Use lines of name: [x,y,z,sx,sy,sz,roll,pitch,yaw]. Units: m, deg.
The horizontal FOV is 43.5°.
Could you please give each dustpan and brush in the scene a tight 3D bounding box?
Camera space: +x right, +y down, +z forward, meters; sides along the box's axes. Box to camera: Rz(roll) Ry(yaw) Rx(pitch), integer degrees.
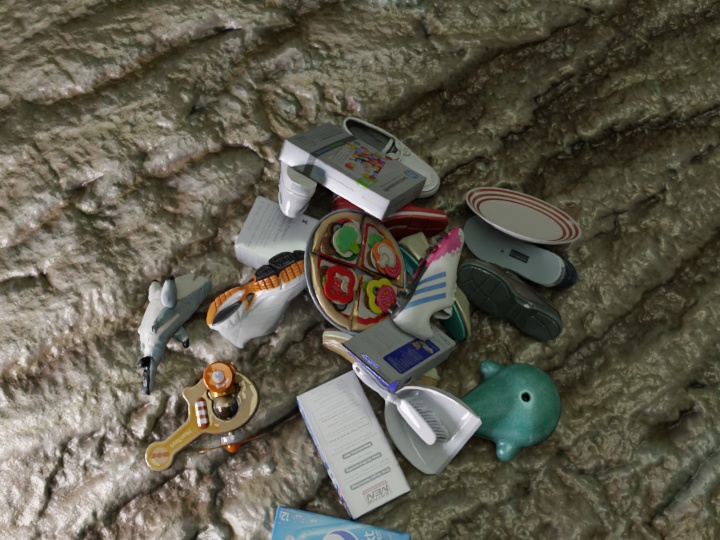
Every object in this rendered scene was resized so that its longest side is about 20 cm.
dustpan and brush: [0.069,0.206,1.366,0.200,0.140,0.057,45,31,19]

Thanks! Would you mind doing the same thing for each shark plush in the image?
shark plush: [-0.297,0.094,1.411,0.083,0.091,0.202,25,61,-27]

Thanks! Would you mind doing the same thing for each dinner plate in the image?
dinner plate: [0.265,-0.086,1.484,0.198,0.024,0.201,14,26,-7]

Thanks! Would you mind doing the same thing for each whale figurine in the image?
whale figurine: [0.210,0.210,1.383,0.198,0.104,0.161,-7,71,-4]

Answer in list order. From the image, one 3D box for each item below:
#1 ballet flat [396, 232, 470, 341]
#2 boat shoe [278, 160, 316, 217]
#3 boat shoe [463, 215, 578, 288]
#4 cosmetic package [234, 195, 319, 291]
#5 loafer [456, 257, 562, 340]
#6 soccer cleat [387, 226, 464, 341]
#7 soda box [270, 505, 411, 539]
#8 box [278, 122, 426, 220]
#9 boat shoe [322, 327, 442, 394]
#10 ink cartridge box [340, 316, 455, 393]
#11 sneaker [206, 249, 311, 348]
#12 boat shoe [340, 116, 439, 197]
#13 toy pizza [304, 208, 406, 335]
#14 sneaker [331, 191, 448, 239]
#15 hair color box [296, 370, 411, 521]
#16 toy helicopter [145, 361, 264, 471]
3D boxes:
ballet flat: [0.134,0.021,1.472,0.069,0.070,0.201,-31,75,-14]
boat shoe: [-0.103,-0.140,1.473,0.071,0.200,0.069,20,111,-16]
boat shoe: [0.264,-0.024,1.498,0.200,0.091,0.071,34,100,35]
cosmetic package: [-0.095,-0.032,1.467,0.198,0.074,0.102,21,70,5]
loafer: [0.240,0.039,1.459,0.199,0.072,0.063,34,35,-9]
soccer cleat: [0.120,0.023,1.403,0.086,0.070,0.201,39,62,-6]
soda box: [-0.031,0.398,1.314,0.198,0.068,0.065,12,69,0]
box: [-0.010,-0.164,1.456,0.199,0.041,0.156,33,30,14]
boat shoe: [0.027,0.153,1.413,0.198,0.072,0.077,21,81,4]
ink cartridge box: [0.054,0.121,1.354,0.099,0.039,0.199,40,32,21]
sneaker: [-0.138,0.047,1.414,0.199,0.092,0.076,-31,40,8]
boat shoe: [0.048,-0.194,1.541,0.199,0.065,0.074,28,70,6]
toy pizza: [0.000,0.000,1.399,0.199,0.032,0.203,11,71,-35]
sneaker: [0.047,-0.119,1.509,0.198,0.079,0.117,2,62,-15]
hair color box: [-0.012,0.266,1.368,0.099,0.061,0.201,-23,73,-12]
toy helicopter: [-0.236,0.239,1.368,0.199,0.079,0.133,-39,86,-5]
